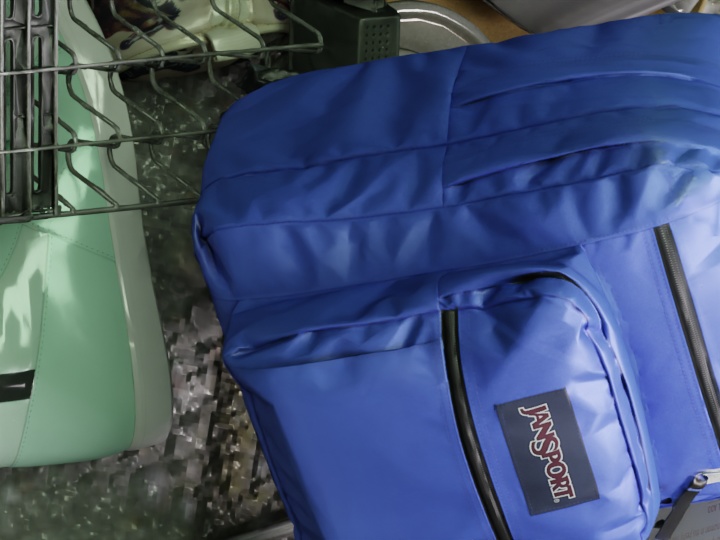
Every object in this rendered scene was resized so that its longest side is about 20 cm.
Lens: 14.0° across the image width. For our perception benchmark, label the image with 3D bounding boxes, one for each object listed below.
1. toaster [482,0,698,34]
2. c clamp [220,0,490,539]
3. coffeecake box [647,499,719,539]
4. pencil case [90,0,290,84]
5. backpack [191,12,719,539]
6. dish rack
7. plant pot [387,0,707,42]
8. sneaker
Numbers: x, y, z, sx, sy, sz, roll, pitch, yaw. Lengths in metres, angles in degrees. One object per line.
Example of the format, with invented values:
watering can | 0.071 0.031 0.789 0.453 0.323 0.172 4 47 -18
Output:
toaster | 0.066 -0.176 1.121 0.200 0.129 0.114 41 69 -6
c clamp | 0.000 0.000 1.126 0.170 0.027 0.201 -10 92 -20
coffeecake box | 0.149 0.068 1.106 0.073 0.153 0.201 9 75 -15
pencil case | -0.074 -0.167 1.126 0.078 0.089 0.201 -7 81 -16
backpack | 0.062 0.018 0.971 0.199 0.168 0.163 -12 125 13
dish rack | -0.072 -0.091 1.024 0.200 0.055 0.154 -7 108 -30
plant pot | 0.049 -0.149 1.193 0.200 0.027 0.201 4 76 -16
sneaker | -0.145 -0.023 1.073 0.118 0.074 0.201 -11 87 -23
